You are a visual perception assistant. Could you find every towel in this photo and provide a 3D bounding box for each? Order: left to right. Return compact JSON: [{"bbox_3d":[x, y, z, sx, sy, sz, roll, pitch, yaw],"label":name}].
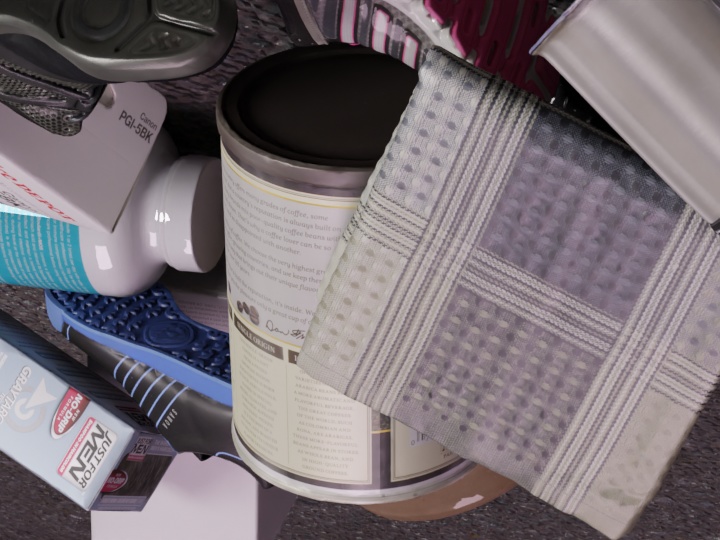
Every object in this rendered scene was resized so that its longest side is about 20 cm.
[{"bbox_3d":[0.081,0.013,1.194,0.192,0.035,0.200,28,125,4],"label":"towel"}]

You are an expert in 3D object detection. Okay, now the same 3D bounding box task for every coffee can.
[{"bbox_3d":[0.000,0.000,1.330,0.146,0.146,0.201,8,122,13],"label":"coffee can"}]

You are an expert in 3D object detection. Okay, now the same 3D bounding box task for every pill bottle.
[{"bbox_3d":[-0.182,-0.043,1.530,0.199,0.111,0.111,7,162,17],"label":"pill bottle"}]

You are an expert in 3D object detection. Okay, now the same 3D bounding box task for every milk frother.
[{"bbox_3d":[0.214,-0.103,1.078,0.188,0.200,0.180,46,139,0],"label":"milk frother"}]

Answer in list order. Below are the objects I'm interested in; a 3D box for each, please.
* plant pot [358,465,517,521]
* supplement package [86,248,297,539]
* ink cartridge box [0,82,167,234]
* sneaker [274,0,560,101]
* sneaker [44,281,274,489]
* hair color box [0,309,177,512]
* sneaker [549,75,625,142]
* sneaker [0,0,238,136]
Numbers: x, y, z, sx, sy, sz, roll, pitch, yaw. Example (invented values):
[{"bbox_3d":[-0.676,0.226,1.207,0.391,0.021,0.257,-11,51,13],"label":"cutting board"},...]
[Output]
[{"bbox_3d":[0.026,0.020,1.518,0.200,0.201,0.175,-2,139,38],"label":"plant pot"},{"bbox_3d":[-0.106,0.075,1.665,0.119,0.201,0.121,7,-154,12],"label":"supplement package"},{"bbox_3d":[-0.228,-0.100,1.365,0.199,0.083,0.147,15,167,33],"label":"ink cartridge box"},{"bbox_3d":[0.012,-0.132,1.194,0.200,0.074,0.087,31,154,-36],"label":"sneaker"},{"bbox_3d":[-0.117,0.065,1.526,0.200,0.078,0.070,27,-142,36],"label":"sneaker"},{"bbox_3d":[-0.215,0.072,1.572,0.200,0.061,0.099,32,-177,16],"label":"hair color box"},{"bbox_3d":[0.158,-0.078,1.226,0.083,0.072,0.200,7,-164,-27],"label":"sneaker"},{"bbox_3d":[-0.123,-0.112,1.185,0.199,0.077,0.114,4,164,33],"label":"sneaker"}]
